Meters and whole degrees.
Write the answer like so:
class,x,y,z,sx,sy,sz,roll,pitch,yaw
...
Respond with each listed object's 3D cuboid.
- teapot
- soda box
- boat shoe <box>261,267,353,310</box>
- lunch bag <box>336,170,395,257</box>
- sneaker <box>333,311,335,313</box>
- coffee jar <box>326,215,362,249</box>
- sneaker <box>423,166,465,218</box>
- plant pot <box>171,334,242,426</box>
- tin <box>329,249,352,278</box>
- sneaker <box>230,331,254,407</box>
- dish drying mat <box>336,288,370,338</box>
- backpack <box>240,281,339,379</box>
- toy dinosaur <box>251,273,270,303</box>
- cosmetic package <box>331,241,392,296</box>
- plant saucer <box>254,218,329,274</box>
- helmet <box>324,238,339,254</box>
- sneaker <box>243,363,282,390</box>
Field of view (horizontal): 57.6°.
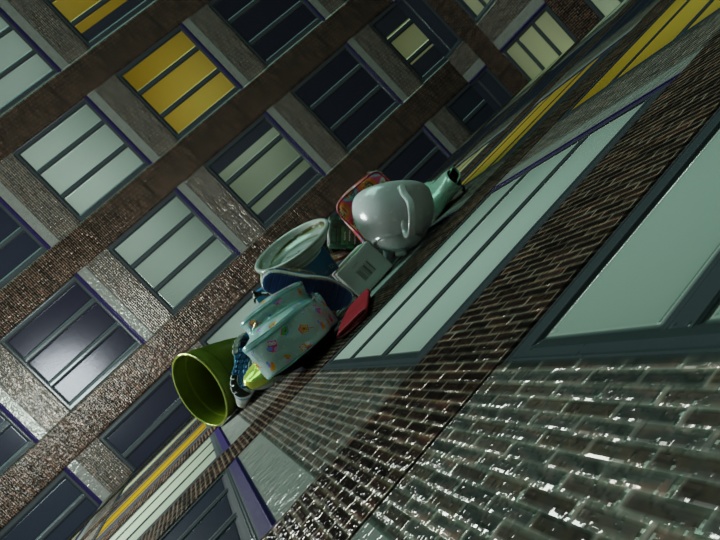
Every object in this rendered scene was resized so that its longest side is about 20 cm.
class,x,y,z,sx,sy,sz,roll,pitch,yaw
teapot,0.079,-0.105,1.447,0.197,0.146,0.200,-17,-15,32
soda box,-0.152,0.024,1.538,0.200,0.068,0.064,-36,6,-7
boat shoe,-0.112,0.028,1.398,0.072,0.200,0.072,-117,47,-66
lunch bag,0.057,-0.141,1.595,0.176,0.200,0.082,-41,5,1
sneaker,-0.094,0.092,1.578,0.090,0.078,0.200,-38,9,-17
coffee jar,0.014,-0.095,1.690,0.104,0.200,0.086,-97,9,-81
sneaker,0.210,-0.209,1.639,0.118,0.074,0.200,-50,12,19
plant pot,-0.338,0.257,1.662,0.193,0.201,0.200,-32,-6,-46
tin,-0.051,0.007,1.692,0.042,0.112,0.200,10,22,33
sneaker,-0.275,0.236,1.563,0.087,0.075,0.200,102,175,-46
dish drying mat,-0.009,0.081,1.256,0.077,0.018,0.200,-44,5,8
backpack,-0.143,0.119,1.281,0.176,0.153,0.200,-36,8,8
toy dinosaur,-0.185,0.064,1.429,0.088,0.200,0.048,-23,-46,-41
cosmetic package,0.000,0.000,1.535,0.108,0.085,0.200,-48,5,-5
plant saucer,-0.146,-0.043,1.493,0.200,0.050,0.200,-29,21,12
helmet,-0.125,0.016,1.785,0.200,0.200,0.191,149,131,-73
sneaker,-0.188,0.173,1.428,0.200,0.090,0.078,-46,43,-14
